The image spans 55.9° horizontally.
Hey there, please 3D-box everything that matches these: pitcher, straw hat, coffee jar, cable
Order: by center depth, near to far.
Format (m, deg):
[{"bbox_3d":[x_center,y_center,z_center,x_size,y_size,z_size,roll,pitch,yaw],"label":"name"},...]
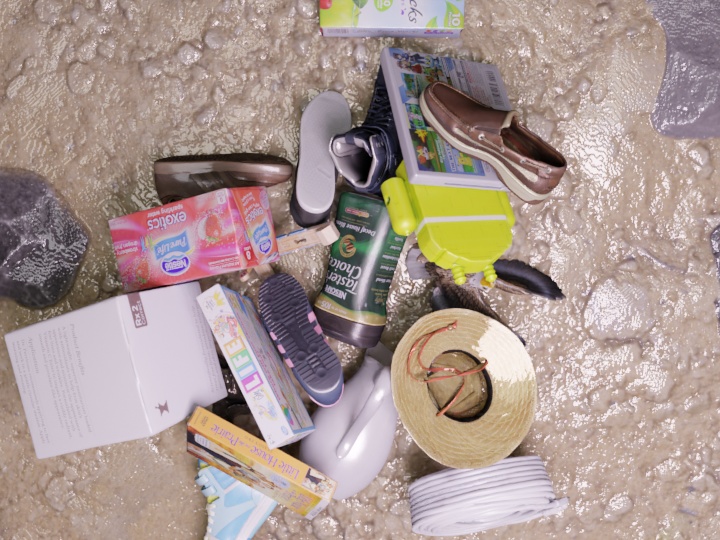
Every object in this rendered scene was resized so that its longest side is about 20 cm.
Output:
[{"bbox_3d":[0.123,0.148,0.883,0.197,0.085,0.206,1,82,-11],"label":"straw hat"},{"bbox_3d":[0.160,0.303,0.911,0.198,0.199,0.070,-28,57,30],"label":"cable"},{"bbox_3d":[-0.005,0.207,0.914,0.120,0.172,0.202,32,94,7],"label":"pitcher"},{"bbox_3d":[0.000,0.000,0.933,0.103,0.085,0.204,16,95,31],"label":"coffee jar"}]

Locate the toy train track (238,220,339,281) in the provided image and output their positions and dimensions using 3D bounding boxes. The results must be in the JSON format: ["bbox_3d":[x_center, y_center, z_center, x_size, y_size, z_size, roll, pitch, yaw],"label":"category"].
[{"bbox_3d":[-0.118,-0.025,0.921,0.197,0.033,0.116,-14,124,28],"label":"toy train track"}]

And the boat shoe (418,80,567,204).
[{"bbox_3d":[0.164,-0.171,0.821,0.201,0.075,0.075,37,54,-1],"label":"boat shoe"}]

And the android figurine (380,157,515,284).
[{"bbox_3d":[0.116,-0.077,0.841,0.179,0.041,0.203,-5,66,-27],"label":"android figurine"}]

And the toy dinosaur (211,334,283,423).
[{"bbox_3d":[-0.160,0.145,0.971,0.200,0.077,0.102,-45,104,-2],"label":"toy dinosaur"}]

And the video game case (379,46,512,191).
[{"bbox_3d":[0.124,-0.194,0.876,0.179,0.022,0.204,1,63,-24],"label":"video game case"}]

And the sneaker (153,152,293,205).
[{"bbox_3d":[-0.189,-0.121,0.953,0.195,0.071,0.077,1,111,6],"label":"sneaker"}]

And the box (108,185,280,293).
[{"bbox_3d":[-0.217,-0.039,0.886,0.196,0.094,0.105,-10,94,25],"label":"box"}]

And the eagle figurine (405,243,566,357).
[{"bbox_3d":[0.159,0.020,0.919,0.151,0.152,0.200,-38,110,26],"label":"eagle figurine"}]

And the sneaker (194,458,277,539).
[{"bbox_3d":[-0.207,0.341,0.976,0.130,0.080,0.201,38,84,-4],"label":"sneaker"}]

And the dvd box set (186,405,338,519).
[{"bbox_3d":[-0.133,0.254,0.878,0.197,0.147,0.030,29,59,0],"label":"dvd box set"}]

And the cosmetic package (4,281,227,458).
[{"bbox_3d":[-0.311,0.124,0.882,0.197,0.165,0.168,-15,90,22],"label":"cosmetic package"}]

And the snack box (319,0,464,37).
[{"bbox_3d":[0.042,-0.397,0.926,0.195,0.053,0.146,1,95,0],"label":"snack box"}]

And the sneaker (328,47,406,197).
[{"bbox_3d":[0.024,-0.200,0.891,0.076,0.145,0.207,5,94,29],"label":"sneaker"}]

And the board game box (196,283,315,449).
[{"bbox_3d":[-0.128,0.121,0.858,0.034,0.135,0.202,-29,77,1],"label":"board game box"}]

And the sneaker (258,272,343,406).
[{"bbox_3d":[-0.081,0.095,0.904,0.069,0.083,0.202,-22,54,-10],"label":"sneaker"}]

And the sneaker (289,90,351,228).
[{"bbox_3d":[-0.061,-0.148,0.942,0.069,0.099,0.204,12,63,-9],"label":"sneaker"}]
